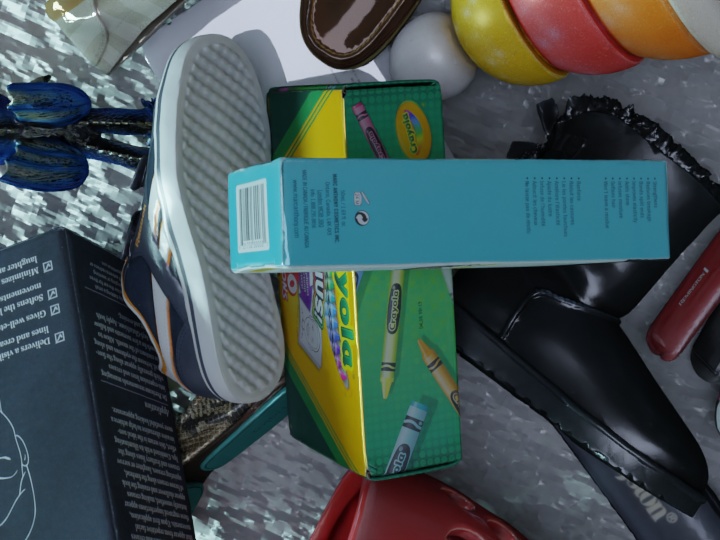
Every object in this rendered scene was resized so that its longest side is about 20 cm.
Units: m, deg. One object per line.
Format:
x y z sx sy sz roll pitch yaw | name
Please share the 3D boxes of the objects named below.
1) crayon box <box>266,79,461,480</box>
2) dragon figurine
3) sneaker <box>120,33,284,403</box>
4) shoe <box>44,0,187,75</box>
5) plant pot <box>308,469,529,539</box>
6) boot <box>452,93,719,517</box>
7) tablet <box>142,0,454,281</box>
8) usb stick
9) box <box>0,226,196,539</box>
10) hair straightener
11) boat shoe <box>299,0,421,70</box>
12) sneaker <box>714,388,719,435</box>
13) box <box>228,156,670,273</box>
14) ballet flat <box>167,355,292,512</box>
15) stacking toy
0.000 0.000 0.814 0.058 0.119 0.203 -6 98 -22 | crayon box
-0.184 -0.077 0.838 0.099 0.199 0.060 14 103 43 | dragon figurine
-0.096 -0.027 0.839 0.079 0.078 0.203 1 97 43 | sneaker
-0.087 -0.181 0.843 0.199 0.070 0.054 -31 93 20 | shoe
0.043 0.225 0.836 0.181 0.201 0.202 22 103 -4 | plant pot
0.144 0.013 0.817 0.198 0.073 0.163 37 89 15 | boot
-0.027 -0.080 0.880 0.129 0.014 0.201 -30 95 12 | tablet
0.156 0.106 0.879 0.055 0.033 0.201 -35 94 11 | usb stick
-0.188 0.101 0.845 0.147 0.107 0.202 -18 71 15 | box
0.244 -0.023 0.849 0.076 0.041 0.201 27 98 -25 | hair straightener
0.023 -0.204 0.818 0.072 0.068 0.201 30 99 0 | boat shoe
0.262 0.026 0.802 0.079 0.086 0.202 1 112 -20 | sneaker
0.042 -0.026 0.717 0.198 0.082 0.050 -2 89 -22 | box
-0.112 0.109 0.907 0.075 0.068 0.200 43 98 20 | ballet flat
0.098 -0.151 0.811 0.198 0.146 0.147 -22 97 29 | stacking toy
